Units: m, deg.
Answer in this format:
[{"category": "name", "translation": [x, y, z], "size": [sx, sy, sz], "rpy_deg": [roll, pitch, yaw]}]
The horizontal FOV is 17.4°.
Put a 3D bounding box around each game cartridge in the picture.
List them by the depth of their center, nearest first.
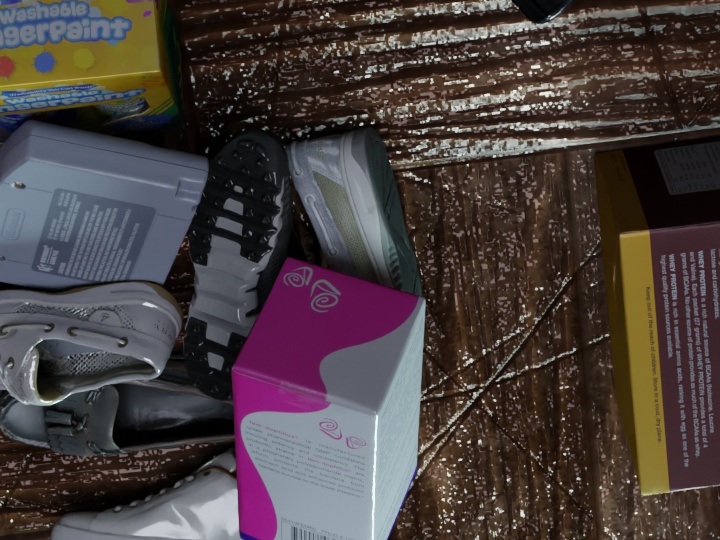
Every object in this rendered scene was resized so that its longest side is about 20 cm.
[{"category": "game cartridge", "translation": [-0.180, -0.036, 1.521], "size": [0.132, 0.041, 0.200], "rpy_deg": [8, 156, -13]}]

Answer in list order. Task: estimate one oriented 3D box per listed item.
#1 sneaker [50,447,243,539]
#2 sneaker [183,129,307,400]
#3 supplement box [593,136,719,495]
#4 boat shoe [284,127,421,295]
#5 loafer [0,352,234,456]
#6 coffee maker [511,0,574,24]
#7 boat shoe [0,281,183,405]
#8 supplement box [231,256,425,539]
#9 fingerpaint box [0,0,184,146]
[{"category": "sneaker", "translation": [-0.122, 0.170, 1.680], "size": [0.198, 0.073, 0.085], "rpy_deg": [1, 83, 6]}, {"category": "sneaker", "translation": [-0.073, -0.015, 1.568], "size": [0.066, 0.091, 0.201], "rpy_deg": [20, 124, 17]}, {"category": "supplement box", "translation": [0.270, 0.023, 1.574], "size": [0.198, 0.133, 0.199], "rpy_deg": [-7, 116, 2]}, {"category": "boat shoe", "translation": [0.000, 0.000, 1.589], "size": [0.064, 0.075, 0.203], "rpy_deg": [-6, 119, 14]}, {"category": "loafer", "translation": [-0.157, 0.094, 1.631], "size": [0.198, 0.063, 0.072], "rpy_deg": [-6, 116, 1]}, {"category": "coffee maker", "translation": [0.066, -0.254, 1.450], "size": [0.200, 0.135, 0.192], "rpy_deg": [41, 131, -18]}, {"category": "boat shoe", "translation": [-0.218, 0.057, 1.585], "size": [0.199, 0.070, 0.071], "rpy_deg": [-11, 135, 22]}, {"category": "supplement box", "translation": [-0.021, 0.101, 1.556], "size": [0.100, 0.104, 0.201], "rpy_deg": [17, 144, 11]}, {"category": "fingerpaint box", "translation": [-0.215, -0.127, 1.460], "size": [0.198, 0.167, 0.074], "rpy_deg": [-6, 81, 0]}]
